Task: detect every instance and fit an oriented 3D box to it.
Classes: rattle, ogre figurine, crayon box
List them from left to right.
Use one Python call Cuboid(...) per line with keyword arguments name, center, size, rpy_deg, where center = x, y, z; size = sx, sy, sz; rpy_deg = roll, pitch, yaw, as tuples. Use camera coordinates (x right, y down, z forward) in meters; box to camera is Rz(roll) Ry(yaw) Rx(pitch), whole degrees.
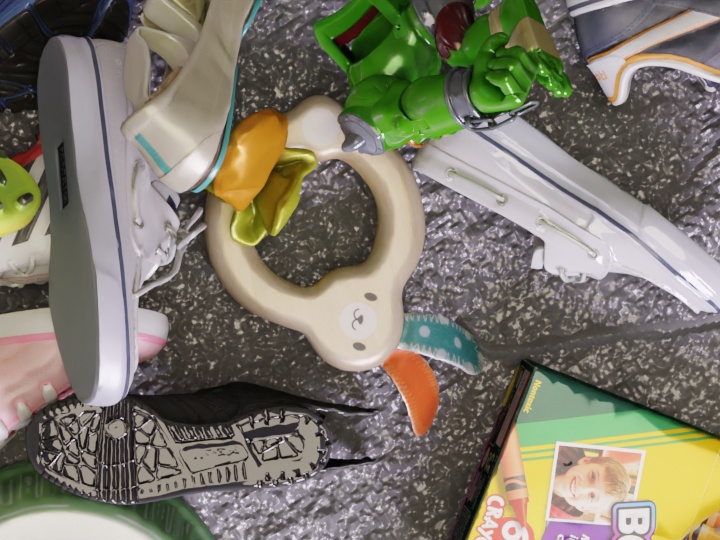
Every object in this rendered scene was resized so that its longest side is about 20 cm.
Cuboid(name="rattle", center=(0.000, 0.000, 1.557), size=(0.130, 0.143, 0.200), rpy_deg=(-28, 90, -21))
Cuboid(name="ogre figurine", center=(0.046, -0.127, 1.537), size=(0.120, 0.201, 0.098), rpy_deg=(-25, 138, 20))
Cuboid(name="crayon box", center=(0.137, 0.175, 1.617), size=(0.172, 0.058, 0.201), rpy_deg=(21, 92, -6))

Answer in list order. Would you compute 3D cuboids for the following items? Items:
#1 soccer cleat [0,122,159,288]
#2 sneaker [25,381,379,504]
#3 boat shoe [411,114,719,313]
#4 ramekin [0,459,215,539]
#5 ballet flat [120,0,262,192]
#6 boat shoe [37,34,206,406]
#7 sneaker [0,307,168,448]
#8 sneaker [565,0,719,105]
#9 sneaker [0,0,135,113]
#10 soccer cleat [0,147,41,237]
Cuboid(name="soccer cleat", center=(-0.195, -0.016, 1.568), size=(0.200, 0.069, 0.085), rpy_deg=(-35, 84, -7))
Cuboid(name="sneaker", center=(-0.085, 0.094, 1.568), size=(0.199, 0.104, 0.060), rpy_deg=(0, 93, -5))
Cuboid(name="boat shoe", center=(0.120, -0.026, 1.601), size=(0.200, 0.074, 0.067), rpy_deg=(36, 93, 6))
Cuboid(name="ramekin", center=(-0.165, 0.208, 1.571), size=(0.199, 0.098, 0.201), rpy_deg=(0, 94, -5))
Cuboid(name="ballet flat", center=(-0.091, -0.123, 1.515), size=(0.069, 0.200, 0.070), rpy_deg=(4, 129, 5))
Cuboid(name="boat shoe", center=(-0.121, -0.027, 1.520), size=(0.086, 0.075, 0.203), rpy_deg=(0, 72, -25))
Cuboid(name="sneaker", center=(-0.201, 0.077, 1.565), size=(0.199, 0.075, 0.105), rpy_deg=(-7, 82, 3))
Cuboid(name="sneaker", center=(0.221, -0.148, 1.594), size=(0.199, 0.078, 0.080), rpy_deg=(-15, 91, 7))
Cuboid(name="sneaker", center=(-0.157, -0.169, 1.566), size=(0.200, 0.079, 0.075), rpy_deg=(-45, 132, 12))
Cuboid(name="soccer cleat", center=(-0.253, -0.016, 1.476), size=(0.065, 0.200, 0.084), rpy_deg=(47, 130, 19))
